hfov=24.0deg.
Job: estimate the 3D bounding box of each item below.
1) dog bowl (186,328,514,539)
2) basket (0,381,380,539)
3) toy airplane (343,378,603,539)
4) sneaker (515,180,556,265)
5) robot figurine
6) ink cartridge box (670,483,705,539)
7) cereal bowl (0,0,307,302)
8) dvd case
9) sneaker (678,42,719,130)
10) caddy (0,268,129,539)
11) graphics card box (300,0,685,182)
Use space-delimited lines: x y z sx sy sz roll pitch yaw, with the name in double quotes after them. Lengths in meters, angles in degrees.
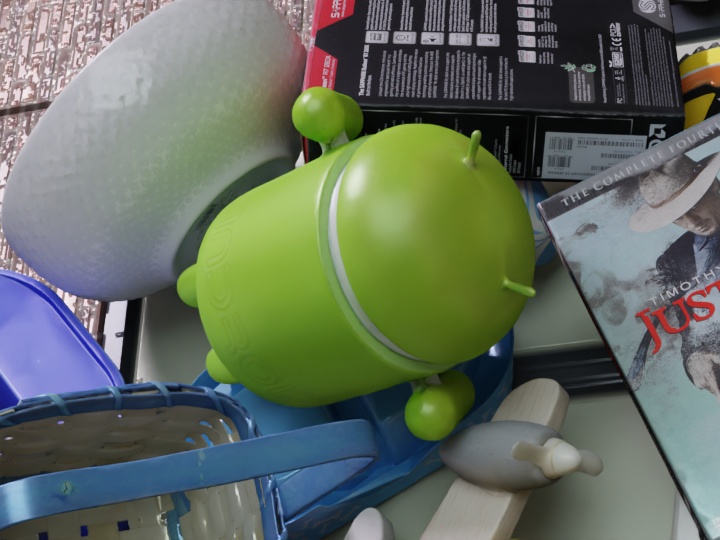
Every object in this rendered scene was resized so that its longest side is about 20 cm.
-0.006 0.074 0.908 0.199 0.050 0.112 -31 54 -1 "dog bowl"
-0.101 0.117 0.764 0.176 0.200 0.140 -6 66 -26 "basket"
0.036 0.160 0.783 0.198 0.141 0.201 -23 54 5 "toy airplane"
0.051 -0.064 0.974 0.072 0.072 0.200 -53 40 18 "sneaker"
0.000 0.000 0.820 0.200 0.115 0.176 -21 89 45 "robot figurine"
0.248 0.103 0.777 0.199 0.084 0.147 1 60 20 "ink cartridge box"
-0.097 -0.055 0.942 0.200 0.200 0.083 -43 75 -9 "cereal bowl"
0.184 0.015 0.788 0.146 0.022 0.201 -26 54 5 "dvd case"
0.264 -0.079 0.900 0.199 0.070 0.090 -5 63 22 "sneaker"
-0.201 0.095 0.935 0.141 0.105 0.200 -25 49 -25 "caddy"
0.071 -0.103 0.916 0.199 0.051 0.126 1 39 3 "graphics card box"
